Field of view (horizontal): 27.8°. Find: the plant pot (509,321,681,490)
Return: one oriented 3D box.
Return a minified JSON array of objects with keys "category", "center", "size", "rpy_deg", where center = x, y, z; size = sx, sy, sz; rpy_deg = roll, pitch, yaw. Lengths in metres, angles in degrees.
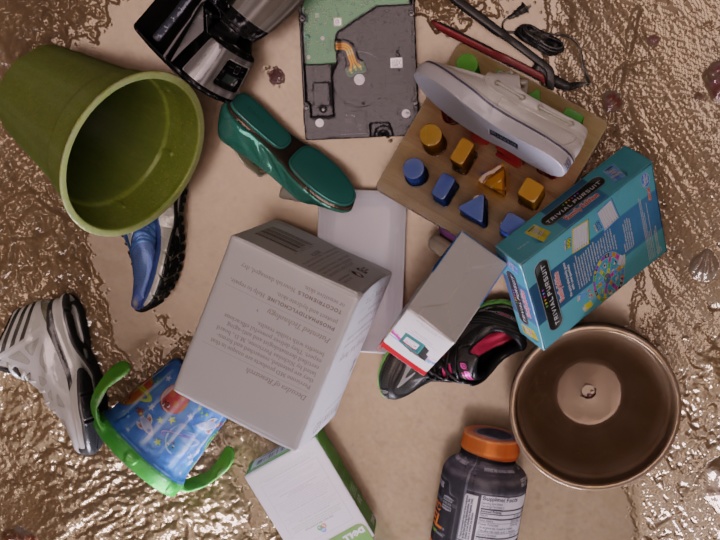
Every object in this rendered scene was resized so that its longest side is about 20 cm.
[{"category":"plant pot","center":[0.277,0.154,1.739],"size":[0.200,0.093,0.201],"rpy_deg":[0,100,3]}]

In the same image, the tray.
[{"category":"tray","center":[0.000,0.000,1.767],"size":[0.107,0.022,0.200],"rpy_deg":[2,99,2]}]

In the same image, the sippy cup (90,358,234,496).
[{"category":"sippy cup","center":[-0.231,0.182,1.762],"size":[0.130,0.178,0.140],"rpy_deg":[-46,64,-2]}]

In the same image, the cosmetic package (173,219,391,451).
[{"category":"cosmetic package","center":[-0.088,0.069,1.692],"size":[0.166,0.167,0.200],"rpy_deg":[24,105,9]}]

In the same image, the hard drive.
[{"category":"hard drive","center":[-0.002,-0.257,1.718],"size":[0.139,0.038,0.200],"rpy_deg":[-3,100,4]}]

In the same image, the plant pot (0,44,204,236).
[{"category":"plant pot","center":[-0.316,-0.170,1.666],"size":[0.190,0.200,0.200],"rpy_deg":[33,102,33]}]

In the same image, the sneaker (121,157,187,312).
[{"category":"sneaker","center":[-0.261,-0.050,1.755],"size":[0.089,0.079,0.200],"rpy_deg":[5,91,10]}]

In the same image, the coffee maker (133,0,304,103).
[{"category":"coffee maker","center":[-0.156,-0.321,1.676],"size":[0.135,0.192,0.200],"rpy_deg":[31,107,-40]}]

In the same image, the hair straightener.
[{"category":"hair straightener","center":[0.186,-0.275,1.701],"size":[0.200,0.041,0.077],"rpy_deg":[28,100,-1]}]

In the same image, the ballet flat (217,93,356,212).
[{"category":"ballet flat","center":[-0.091,-0.127,1.730],"size":[0.200,0.067,0.070],"rpy_deg":[41,136,4]}]

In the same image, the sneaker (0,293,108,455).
[{"category":"sneaker","center":[-0.386,0.135,1.797],"size":[0.115,0.076,0.201],"rpy_deg":[-12,90,14]}]

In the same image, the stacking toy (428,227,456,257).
[{"category":"stacking toy","center":[0.165,-0.090,1.719],"size":[0.085,0.085,0.200],"rpy_deg":[32,94,-2]}]

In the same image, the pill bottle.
[{"category":"pill bottle","center":[0.144,0.291,1.763],"size":[0.106,0.106,0.200],"rpy_deg":[10,99,2]}]

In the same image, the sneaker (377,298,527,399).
[{"category":"sneaker","center":[0.109,0.101,1.739],"size":[0.200,0.084,0.077],"rpy_deg":[-28,124,9]}]

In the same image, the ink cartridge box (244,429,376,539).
[{"category":"ink cartridge box","center":[-0.047,0.305,1.800],"size":[0.104,0.059,0.200],"rpy_deg":[-30,96,8]}]

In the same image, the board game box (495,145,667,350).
[{"category":"board game box","center":[0.255,-0.026,1.658],"size":[0.200,0.047,0.151],"rpy_deg":[-37,136,-15]}]

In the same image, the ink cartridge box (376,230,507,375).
[{"category":"ink cartridge box","center":[0.089,0.045,1.664],"size":[0.067,0.200,0.116],"rpy_deg":[35,71,2]}]

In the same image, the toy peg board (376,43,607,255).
[{"category":"toy peg board","center":[0.146,-0.136,1.643],"size":[0.200,0.098,0.199],"rpy_deg":[30,88,11]}]

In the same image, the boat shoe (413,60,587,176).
[{"category":"boat shoe","center":[0.154,-0.181,1.573],"size":[0.200,0.071,0.070],"rpy_deg":[32,76,14]}]
